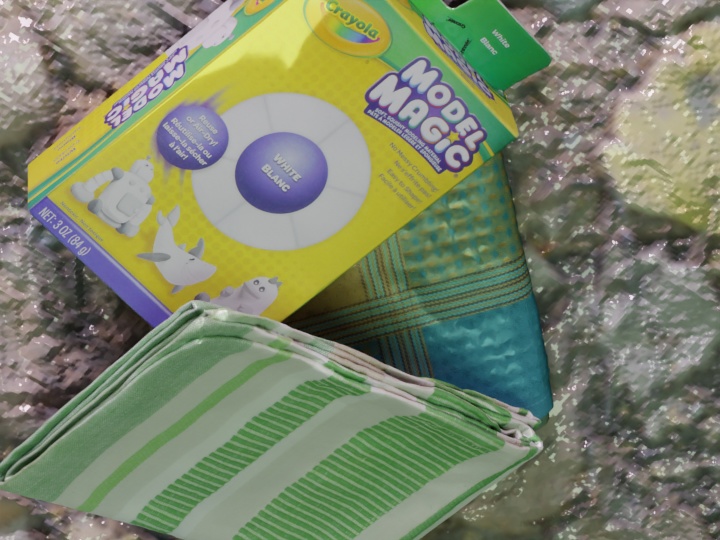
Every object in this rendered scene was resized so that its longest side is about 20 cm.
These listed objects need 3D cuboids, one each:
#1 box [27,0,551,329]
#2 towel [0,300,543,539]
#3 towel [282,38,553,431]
[{"bbox_3d":[-0.027,-0.057,1.143,0.200,0.048,0.117,-39,116,14],"label":"box"},{"bbox_3d":[-0.037,0.082,1.211,0.200,0.023,0.153,21,133,-37],"label":"towel"},{"bbox_3d":[0.000,0.000,1.215,0.146,0.022,0.200,-13,120,1],"label":"towel"}]
